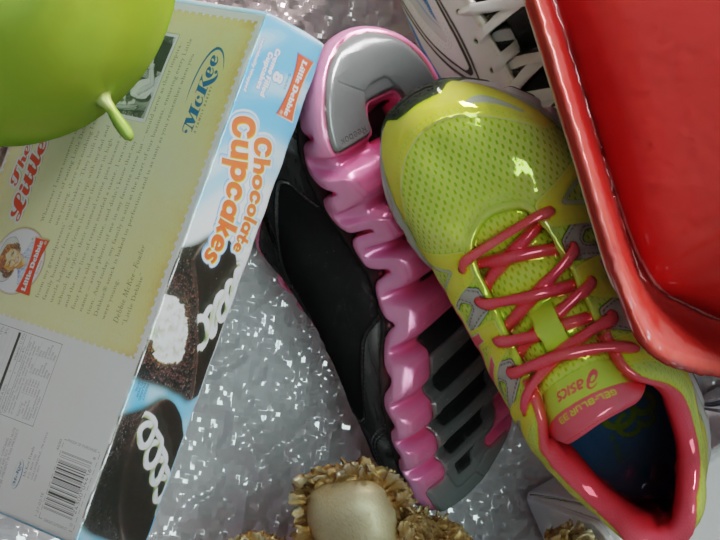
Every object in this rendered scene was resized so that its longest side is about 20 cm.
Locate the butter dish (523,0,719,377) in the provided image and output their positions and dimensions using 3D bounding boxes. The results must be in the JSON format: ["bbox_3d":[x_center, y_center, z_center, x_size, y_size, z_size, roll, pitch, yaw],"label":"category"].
[{"bbox_3d":[0.164,-0.071,0.778,0.200,0.148,0.200,11,58,-53],"label":"butter dish"}]

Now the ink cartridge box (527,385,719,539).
[{"bbox_3d":[0.191,0.119,0.924,0.199,0.084,0.145,-26,99,-18],"label":"ink cartridge box"}]

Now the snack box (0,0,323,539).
[{"bbox_3d":[-0.096,-0.004,0.805,0.037,0.116,0.201,25,82,-47],"label":"snack box"}]

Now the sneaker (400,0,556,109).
[{"bbox_3d":[0.059,-0.093,0.845,0.072,0.073,0.201,-26,72,-1],"label":"sneaker"}]

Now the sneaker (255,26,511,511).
[{"bbox_3d":[0.000,0.000,0.859,0.079,0.095,0.201,-30,113,-40],"label":"sneaker"}]

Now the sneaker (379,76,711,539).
[{"bbox_3d":[0.075,0.019,0.779,0.078,0.090,0.200,-31,109,13],"label":"sneaker"}]

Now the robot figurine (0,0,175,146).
[{"bbox_3d":[-0.141,-0.120,0.748,0.116,0.200,0.176,-36,141,-17],"label":"robot figurine"}]

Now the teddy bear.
[{"bbox_3d":[0.027,0.144,0.863,0.199,0.067,0.145,22,111,-23],"label":"teddy bear"}]
